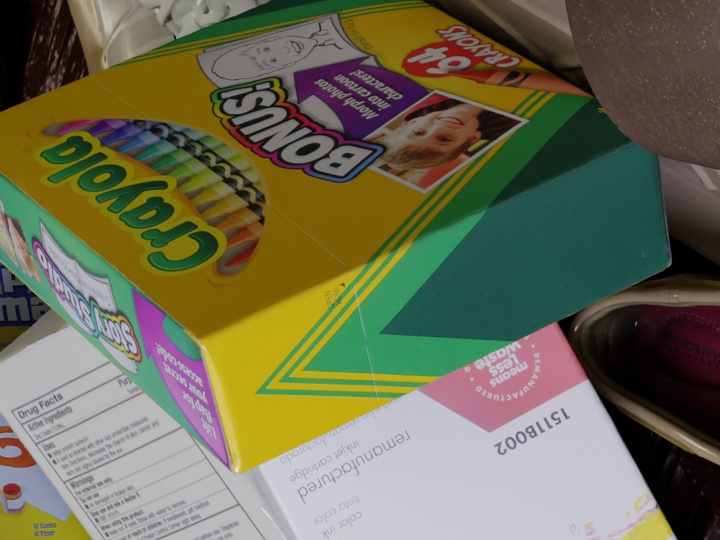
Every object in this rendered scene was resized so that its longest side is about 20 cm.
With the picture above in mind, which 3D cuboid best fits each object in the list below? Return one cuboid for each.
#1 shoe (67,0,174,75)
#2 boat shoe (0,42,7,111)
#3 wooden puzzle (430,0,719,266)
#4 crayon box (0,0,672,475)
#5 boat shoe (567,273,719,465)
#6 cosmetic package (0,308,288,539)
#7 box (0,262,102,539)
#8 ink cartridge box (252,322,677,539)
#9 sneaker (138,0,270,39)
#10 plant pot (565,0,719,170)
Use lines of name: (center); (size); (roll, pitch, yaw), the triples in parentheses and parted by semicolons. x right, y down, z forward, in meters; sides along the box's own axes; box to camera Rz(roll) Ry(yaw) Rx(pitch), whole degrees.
shoe: (-0.094, -0.096, 1.282); (0.053, 0.070, 0.201); (-10, 74, 5)
boat shoe: (-0.201, -0.043, 1.383); (0.066, 0.074, 0.201); (13, 90, 60)
wooden puzzle: (0.061, -0.104, 1.022); (0.046, 0.200, 0.185); (-43, 40, -9)
crayon box: (-0.021, -0.026, 1.017); (0.200, 0.172, 0.059); (35, 143, 53)
boat shoe: (0.151, 0.046, 0.983); (0.199, 0.066, 0.075); (13, 99, 47)
cosmetic package: (-0.039, 0.084, 1.117); (0.103, 0.087, 0.201); (-23, 105, 47)
box: (-0.120, 0.099, 1.193); (0.122, 0.199, 0.194); (-25, 71, 47)
ink cartridge box: (0.057, 0.122, 1.016); (0.201, 0.116, 0.068); (61, 174, 8)
sneaker: (-0.060, -0.105, 1.203); (0.075, 0.099, 0.201); (-33, 67, 43)
plant pot: (0.165, -0.096, 0.860); (0.199, 0.186, 0.188); (-11, 81, 41)
